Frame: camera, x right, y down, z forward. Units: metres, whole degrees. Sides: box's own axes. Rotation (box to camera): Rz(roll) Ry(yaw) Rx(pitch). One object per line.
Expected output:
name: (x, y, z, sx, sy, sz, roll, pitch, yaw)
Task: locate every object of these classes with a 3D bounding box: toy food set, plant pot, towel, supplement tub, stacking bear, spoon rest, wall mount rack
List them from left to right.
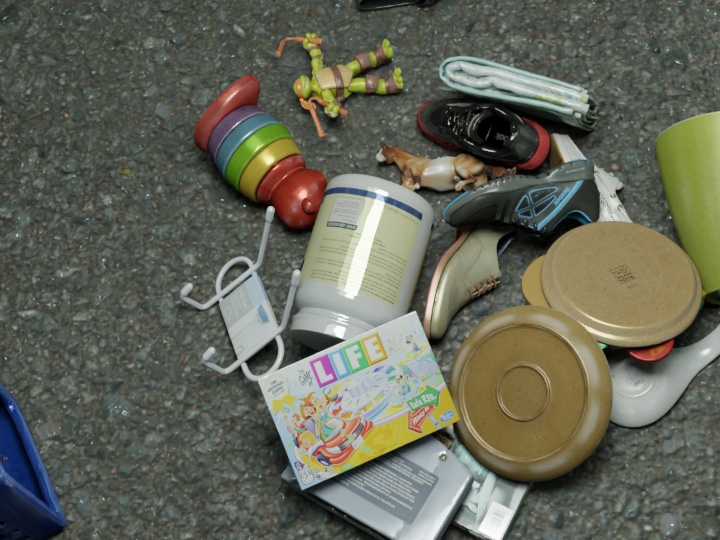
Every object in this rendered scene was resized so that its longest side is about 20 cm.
plant pot: (-0.479, 0.230, 1.520, 0.178, 0.201, 0.201, -28, 61, -4)
wall mount rack: (-0.135, 0.029, 1.628, 0.173, 0.074, 0.201, -39, 47, 15)
stacking bear: (-0.118, -0.138, 1.745, 0.113, 0.122, 0.200, -38, 70, -18)
supplement tub: (0.000, 0.000, 1.614, 0.143, 0.145, 0.202, 14, 75, 14)
towel: (0.211, -0.231, 1.730, 0.198, 0.171, 0.049, 19, 95, 15)
plant pot: (0.189, 0.140, 1.511, 0.197, 0.027, 0.203, -3, 83, 24)
toy food set: (0.307, 0.021, 1.562, 0.199, 0.049, 0.198, -33, 56, -27)
spoon rest: (0.368, 0.113, 1.577, 0.199, 0.061, 0.100, -31, 59, 4)
plant pot: (0.457, -0.066, 1.609, 0.184, 0.187, 0.203, -1, 74, 6)

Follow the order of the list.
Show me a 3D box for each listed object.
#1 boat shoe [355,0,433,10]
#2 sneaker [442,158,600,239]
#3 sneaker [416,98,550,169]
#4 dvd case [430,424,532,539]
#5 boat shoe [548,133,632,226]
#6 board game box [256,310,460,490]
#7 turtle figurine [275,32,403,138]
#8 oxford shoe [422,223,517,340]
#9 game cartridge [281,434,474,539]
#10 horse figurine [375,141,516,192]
boat shoe: (0.086, -0.409, 1.904, 0.197, 0.069, 0.057, -3, 67, 11)
sneaker: (0.200, -0.077, 1.621, 0.197, 0.073, 0.083, -14, 87, -2)
sneaker: (0.148, -0.189, 1.728, 0.199, 0.098, 0.072, 22, 94, 34)
dvd case: (0.106, 0.221, 1.556, 0.198, 0.022, 0.147, 22, 65, 19)
boat shoe: (0.304, -0.095, 1.693, 0.069, 0.071, 0.202, -22, 69, -7)
board game box: (-0.003, 0.148, 1.508, 0.198, 0.034, 0.136, -23, 86, -7)
turtle figurine: (-0.025, -0.256, 1.824, 0.159, 0.065, 0.201, -13, 50, -10)
oxford shoe: (0.136, 0.006, 1.650, 0.073, 0.071, 0.201, 21, 64, 14)
game cartridge: (0.024, 0.234, 1.526, 0.198, 0.042, 0.134, 27, 62, 21)
horse figurine: (0.108, -0.122, 1.723, 0.197, 0.051, 0.133, 1, 26, 13)
